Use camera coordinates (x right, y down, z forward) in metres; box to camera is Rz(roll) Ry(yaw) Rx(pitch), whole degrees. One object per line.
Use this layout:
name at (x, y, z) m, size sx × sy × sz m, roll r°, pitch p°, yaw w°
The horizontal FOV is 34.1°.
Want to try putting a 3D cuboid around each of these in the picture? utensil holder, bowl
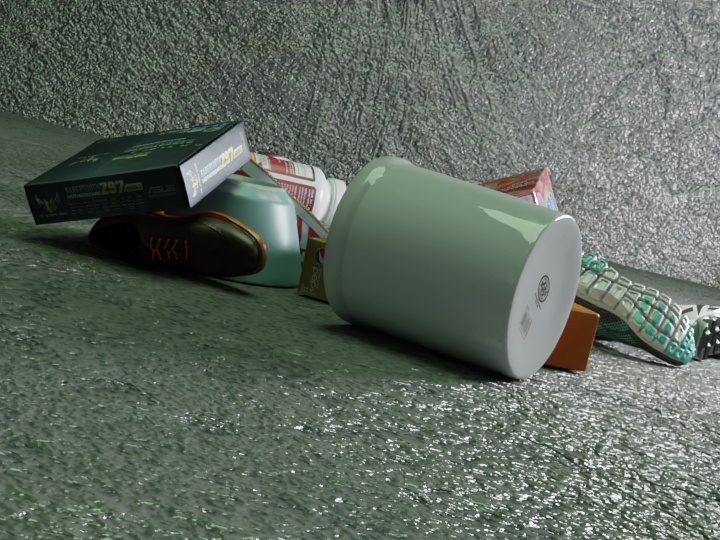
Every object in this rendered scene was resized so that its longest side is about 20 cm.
utensil holder at (0.091, -0.004, 1.127) m, size 0.198 × 0.173 × 0.169 m, roll 18°, pitch 8°, yaw 30°
bowl at (-0.153, -0.057, 1.369) m, size 0.197 × 0.107 × 0.201 m, roll 12°, pitch 6°, yaw -1°

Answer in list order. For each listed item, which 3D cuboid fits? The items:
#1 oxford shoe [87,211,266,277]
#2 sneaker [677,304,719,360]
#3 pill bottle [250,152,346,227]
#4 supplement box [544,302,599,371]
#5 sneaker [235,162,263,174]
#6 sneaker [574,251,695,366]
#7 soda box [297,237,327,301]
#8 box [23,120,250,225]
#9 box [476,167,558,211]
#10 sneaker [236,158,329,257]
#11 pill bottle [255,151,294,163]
oxford shoe at (-0.193, -0.023, 1.230) m, size 0.197 × 0.072 × 0.072 m, roll 9°, pitch 22°, yaw 23°
sneaker at (0.465, 0.075, 1.614) m, size 0.088 × 0.075 × 0.199 m, roll 20°, pitch 9°, yaw 36°
pill bottle at (-0.130, -0.133, 2.037) m, size 0.197 × 0.115 × 0.113 m, roll 11°, pitch 6°, yaw -21°
supplement box at (0.184, 0.052, 1.288) m, size 0.068 × 0.068 × 0.200 m, roll 11°, pitch 7°, yaw -19°
sneaker at (-0.193, -0.115, 1.680) m, size 0.070 × 0.115 × 0.199 m, roll 10°, pitch 7°, yaw -27°
sneaker at (0.328, 0.060, 1.477) m, size 0.199 × 0.092 × 0.077 m, roll 37°, pitch 55°, yaw 20°
soda box at (0.000, 0.000, 1.369) m, size 0.067 × 0.065 × 0.199 m, roll 14°, pitch 7°, yaw 20°
box at (-0.239, -0.107, 1.273) m, size 0.197 × 0.052 × 0.158 m, roll -5°, pitch 23°, yaw 23°
box at (0.119, -0.032, 1.298) m, size 0.197 × 0.104 × 0.095 m, roll -14°, pitch 15°, yaw 23°
sneaker at (-0.110, -0.041, 1.565) m, size 0.200 × 0.113 × 0.071 m, roll 43°, pitch -4°, yaw -15°
pill bottle at (-0.171, -0.163, 2.209) m, size 0.112 × 0.116 × 0.200 m, roll 11°, pitch 7°, yaw -13°
